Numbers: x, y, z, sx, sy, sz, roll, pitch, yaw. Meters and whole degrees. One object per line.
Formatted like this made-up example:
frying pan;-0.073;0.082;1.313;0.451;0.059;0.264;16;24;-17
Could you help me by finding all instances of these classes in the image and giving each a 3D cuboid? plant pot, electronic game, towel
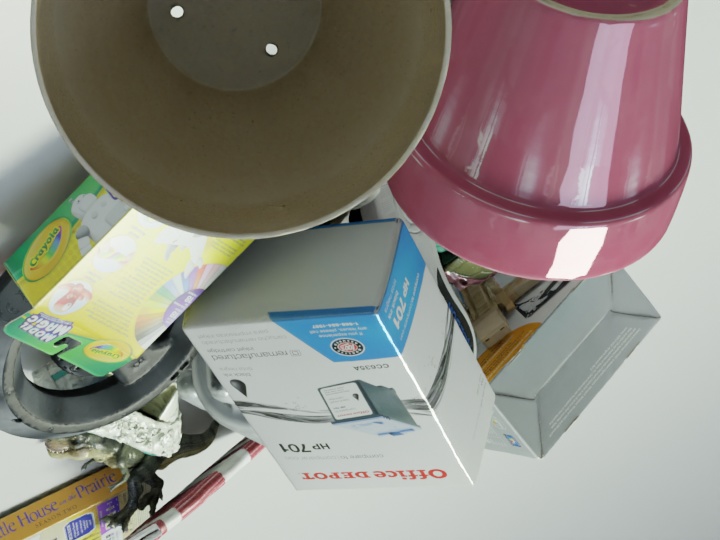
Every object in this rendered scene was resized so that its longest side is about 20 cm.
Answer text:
plant pot;-0.061;-0.129;0.948;0.200;0.201;0.135;-32;-166;4
electronic game;-0.177;0.036;1.276;0.199;0.042;0.201;-26;143;-22
towel;-0.118;0.175;1.609;0.200;0.023;0.144;-39;180;-29
plant pot;0.124;-0.124;1.188;0.199;0.200;0.180;-19;140;-28

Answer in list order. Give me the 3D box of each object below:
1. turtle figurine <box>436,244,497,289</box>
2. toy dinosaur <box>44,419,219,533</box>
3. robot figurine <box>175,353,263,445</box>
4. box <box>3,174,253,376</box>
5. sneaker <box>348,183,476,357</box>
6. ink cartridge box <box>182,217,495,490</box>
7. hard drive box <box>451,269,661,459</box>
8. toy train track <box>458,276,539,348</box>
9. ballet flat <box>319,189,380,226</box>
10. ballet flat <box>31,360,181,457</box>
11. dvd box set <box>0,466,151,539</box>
turtle figurine;0.065;-0.032;1.423;0.149;0.101;0.200;-6;155;-41
toy dinosaur;-0.181;0.165;1.560;0.200;0.047;0.089;-1;108;-54
robot figurine;-0.061;0.082;1.474;0.169;0.114;0.200;-8;164;16
box;-0.131;-0.023;1.175;0.200;0.048;0.117;-46;147;6
sneaker;0.000;0.000;1.359;0.111;0.201;0.073;-7;-155;33
ink cartridge box;-0.010;0.062;1.285;0.146;0.086;0.200;-5;138;24
hard drive box;0.119;0.062;1.500;0.156;0.077;0.200;-47;-162;-19
toy train track;0.087;0.011;1.507;0.115;0.033;0.200;-38;-164;7
ballet flat;-0.032;-0.056;1.274;0.068;0.068;0.200;-5;157;-30
ballet flat;-0.174;0.097;1.421;0.072;0.072;0.200;-35;159;11
dvd box set;-0.275;0.238;1.648;0.199;0.029;0.147;-26;158;-15
